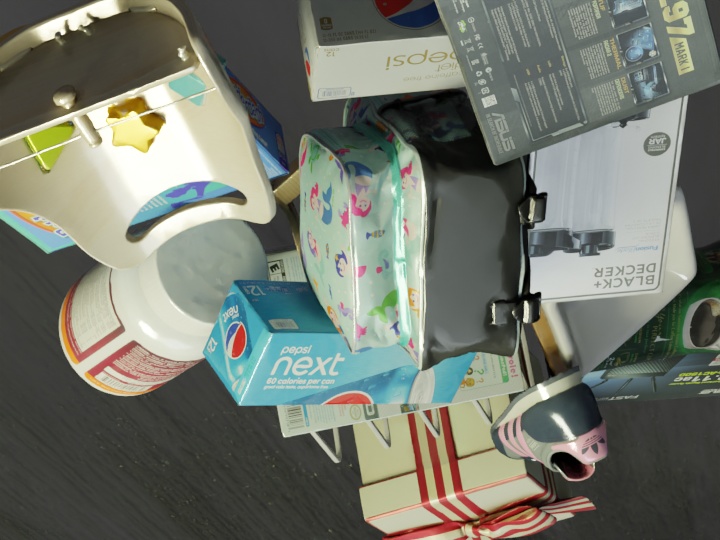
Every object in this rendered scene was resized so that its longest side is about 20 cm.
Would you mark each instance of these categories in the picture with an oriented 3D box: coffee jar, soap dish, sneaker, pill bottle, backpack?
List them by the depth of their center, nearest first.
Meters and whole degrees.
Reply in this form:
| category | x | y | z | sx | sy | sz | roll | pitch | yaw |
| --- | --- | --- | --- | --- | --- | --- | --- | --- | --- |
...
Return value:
| category | x | y | z | sx | sy | sz | roll | pitch | yaw |
| --- | --- | --- | --- | --- | --- | --- | --- | --- | --- |
| backpack | 0.034 | -0.039 | 1.364 | 0.149 | 0.200 | 0.179 | -5 | 115 | -9 |
| pill bottle | -0.150 | 0.023 | 1.501 | 0.109 | 0.110 | 0.200 | 3 | 163 | -27 |
| soap dish | 0.188 | -0.012 | 1.570 | 0.157 | 0.081 | 0.200 | -41 | 153 | -5 |
| sneaker | 0.158 | 0.144 | 1.636 | 0.070 | 0.082 | 0.200 | -25 | 167 | -9 |
| coffee jar | 0.272 | 0.028 | 1.724 | 0.198 | 0.085 | 0.105 | -4 | 121 | -12 |

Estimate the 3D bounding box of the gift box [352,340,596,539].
| category | x | y | z | sx | sy | sz | roll | pitch | yaw |
| --- | --- | --- | --- | --- | --- | --- | --- | --- | --- |
| gift box | 0.106 | 0.173 | 1.865 | 0.184 | 0.188 | 0.200 | -20 | 153 | 21 |

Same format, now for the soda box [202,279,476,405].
| category | x | y | z | sx | sy | sz | roll | pitch | yaw |
| --- | --- | --- | --- | --- | --- | --- | --- | --- | --- |
| soda box | -0.010 | 0.054 | 1.437 | 0.199 | 0.064 | 0.068 | 3 | 125 | -38 |

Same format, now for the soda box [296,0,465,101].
| category | x | y | z | sx | sy | sz | roll | pitch | yaw |
| --- | --- | --- | --- | --- | --- | --- | --- | --- | --- |
| soda box | 0.061 | -0.162 | 1.271 | 0.198 | 0.069 | 0.064 | -6 | 152 | -10 |

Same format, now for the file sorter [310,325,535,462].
| category | x | y | z | sx | sy | sz | roll | pitch | yaw |
| --- | --- | --- | --- | --- | --- | --- | --- | --- | --- |
| file sorter | 0.048 | 0.074 | 1.706 | 0.199 | 0.125 | 0.139 | -14 | 156 | 8 |

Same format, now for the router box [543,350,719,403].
| category | x | y | z | sx | sy | sz | roll | pitch | yaw |
| --- | --- | --- | --- | --- | --- | --- | --- | --- | --- |
| router box | 0.292 | 0.068 | 1.862 | 0.198 | 0.063 | 0.150 | -2 | 155 | -17 |

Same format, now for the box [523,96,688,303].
| category | x | y | z | sx | sy | sz | roll | pitch | yaw |
| --- | --- | --- | --- | --- | --- | --- | --- | --- | --- |
| box | 0.164 | -0.078 | 1.389 | 0.116 | 0.060 | 0.201 | -4 | 123 | -12 |

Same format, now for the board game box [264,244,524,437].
| category | x | y | z | sx | sy | sz | roll | pitch | yaw |
| --- | --- | --- | --- | --- | --- | --- | --- | --- | --- |
| board game box | 0.021 | 0.041 | 1.585 | 0.198 | 0.149 | 0.064 | -10 | -178 | 1 |

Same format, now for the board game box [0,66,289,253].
| category | x | y | z | sx | sy | sz | roll | pitch | yaw |
| --- | --- | --- | --- | --- | --- | --- | --- | --- | --- |
| board game box | -0.170 | -0.084 | 1.377 | 0.199 | 0.045 | 0.152 | -17 | 155 | 14 |

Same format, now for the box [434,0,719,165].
| category | x | y | z | sx | sy | sz | roll | pitch | yaw |
| --- | --- | --- | --- | --- | --- | --- | --- | --- | --- |
| box | 0.123 | -0.175 | 1.187 | 0.157 | 0.051 | 0.201 | -20 | 131 | 6 |

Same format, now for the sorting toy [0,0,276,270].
| category | x | y | z | sx | sy | sz | roll | pitch | yaw |
| --- | --- | --- | --- | --- | --- | --- | --- | --- | --- |
| sorting toy | -0.145 | -0.077 | 1.256 | 0.199 | 0.107 | 0.180 | -18 | 130 | 18 |

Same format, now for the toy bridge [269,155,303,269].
| category | x | y | z | sx | sy | sz | roll | pitch | yaw |
| --- | --- | --- | --- | --- | --- | --- | --- | --- | --- |
| toy bridge | 0.000 | 0.000 | 1.508 | 0.067 | 0.027 | 0.200 | -39 | 114 | 17 |
